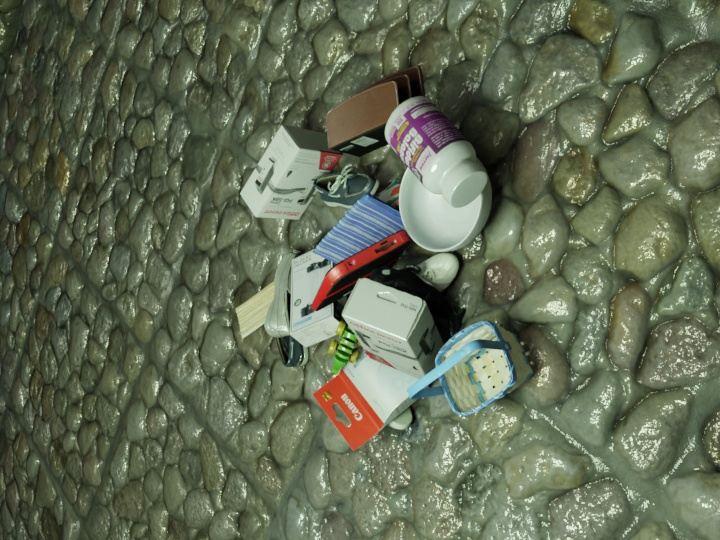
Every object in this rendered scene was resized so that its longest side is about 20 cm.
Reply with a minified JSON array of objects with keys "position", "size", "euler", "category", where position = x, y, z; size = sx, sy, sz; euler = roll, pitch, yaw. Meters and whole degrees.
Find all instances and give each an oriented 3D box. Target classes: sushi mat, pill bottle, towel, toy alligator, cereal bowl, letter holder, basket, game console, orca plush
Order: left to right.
[{"position":[-0.210,0.070,1.783],"size":[0.198,0.012,0.097],"euler":[-35,49,12],"category":"sushi mat"},{"position":[-0.016,0.123,1.530],"size":[0.058,0.054,0.203],"euler":[23,101,-3],"category":"toy alligator"},{"position":[0.000,0.000,1.506],"size":[0.031,0.198,0.177],"euler":[57,152,11],"category":"game console"},{"position":[0.012,-0.065,1.564],"size":[0.200,0.143,0.024],"euler":[-45,31,36],"category":"towel"},{"position":[0.028,-0.342,1.586],"size":[0.198,0.100,0.145],"euler":[-15,77,40],"category":"letter holder"},{"position":[0.103,0.063,1.464],"size":[0.199,0.071,0.105],"euler":[41,114,-3],"category":"orca plush"},{"position":[0.137,-0.209,1.367],"size":[0.113,0.111,0.201],"euler":[-53,56,27],"category":"pill bottle"},{"position":[0.172,-0.136,1.463],"size":[0.197,0.083,0.205],"euler":[-2,87,41],"category":"cereal bowl"},{"position":[0.195,0.176,1.355],"size":[0.176,0.198,0.141],"euler":[-39,65,32],"category":"basket"}]

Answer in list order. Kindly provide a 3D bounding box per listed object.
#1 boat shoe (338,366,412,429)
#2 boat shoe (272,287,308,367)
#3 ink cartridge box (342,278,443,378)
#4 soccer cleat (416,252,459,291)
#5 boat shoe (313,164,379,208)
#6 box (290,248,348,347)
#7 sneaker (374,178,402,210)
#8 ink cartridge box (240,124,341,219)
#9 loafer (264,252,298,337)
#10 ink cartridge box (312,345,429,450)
[{"position":[0.028,0.276,1.602],"size":[0.200,0.069,0.073],"euler":[36,136,31],"category":"boat shoe"},{"position":[-0.179,0.129,1.784],"size":[0.074,0.061,0.204],"euler":[-25,72,40],"category":"boat shoe"},{"position":[0.066,0.115,1.444],"size":[0.145,0.201,0.084],"euler":[19,68,28],"category":"ink cartridge box"},{"position":[0.109,0.024,1.518],"size":[0.199,0.077,0.071],"euler":[-30,70,37],"category":"soccer cleat"},{"position":[-0.033,-0.181,1.622],"size":[0.075,0.062,0.199],"euler":[-55,28,-13],"category":"boat shoe"},{"position":[-0.090,0.049,1.640],"size":[0.115,0.060,0.203],"euler":[-23,47,25],"category":"box"},{"position":[0.034,-0.113,1.608],"size":[0.199,0.070,0.095],"euler":[-40,46,36],"category":"sneaker"},{"position":[-0.157,-0.215,1.717],"size":[0.083,0.145,0.201],"euler":[52,122,26],"category":"ink cartridge box"},{"position":[-0.159,0.054,1.710],"size":[0.068,0.070,0.204],"euler":[0,67,21],"category":"loafer"},{"position":[0.016,0.236,1.544],"size":[0.199,0.048,0.160],"euler":[-37,57,-9],"category":"ink cartridge box"}]
